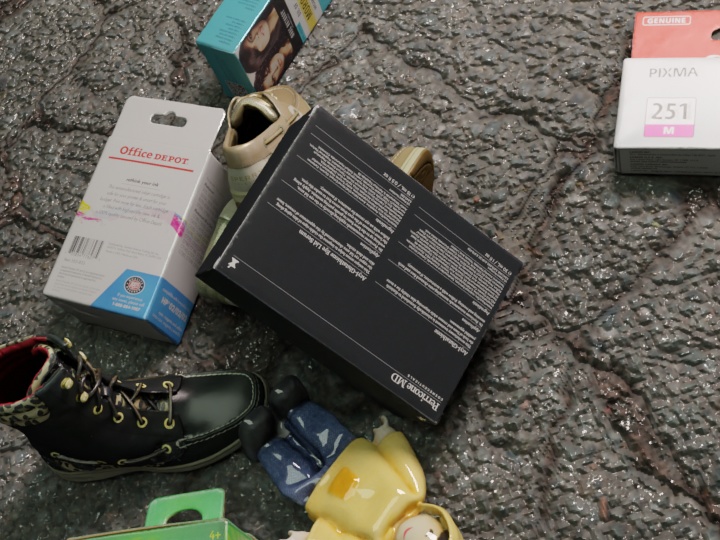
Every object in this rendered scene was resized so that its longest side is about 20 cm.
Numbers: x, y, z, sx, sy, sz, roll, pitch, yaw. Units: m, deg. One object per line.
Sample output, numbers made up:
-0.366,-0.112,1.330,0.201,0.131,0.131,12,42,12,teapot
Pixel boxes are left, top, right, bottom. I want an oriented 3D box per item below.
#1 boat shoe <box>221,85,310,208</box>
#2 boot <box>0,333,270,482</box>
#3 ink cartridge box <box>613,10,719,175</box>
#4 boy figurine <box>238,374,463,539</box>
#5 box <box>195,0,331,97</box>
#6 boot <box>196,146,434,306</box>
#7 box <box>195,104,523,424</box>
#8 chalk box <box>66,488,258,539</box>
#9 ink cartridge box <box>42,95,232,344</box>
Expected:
-0.084,-0.127,0.887,0.071,0.066,0.201,-13,30,13,boat shoe
-0.183,0.100,0.774,0.200,0.154,0.074,-14,57,10,boot
0.316,-0.160,0.827,0.197,0.044,0.176,3,64,20,ink cartridge box
-0.005,0.167,0.733,0.124,0.065,0.199,-41,54,-18,boy figurine
-0.078,-0.269,0.994,0.049,0.083,0.202,20,70,26,box
-0.038,-0.038,0.858,0.153,0.072,0.202,21,70,30,boot
0.000,0.000,0.747,0.199,0.079,0.142,36,72,-14,box
-0.126,0.247,0.690,0.122,0.124,0.203,-12,58,11,chalk box
-0.187,-0.048,0.902,0.113,0.068,0.203,11,71,23,ink cartridge box
